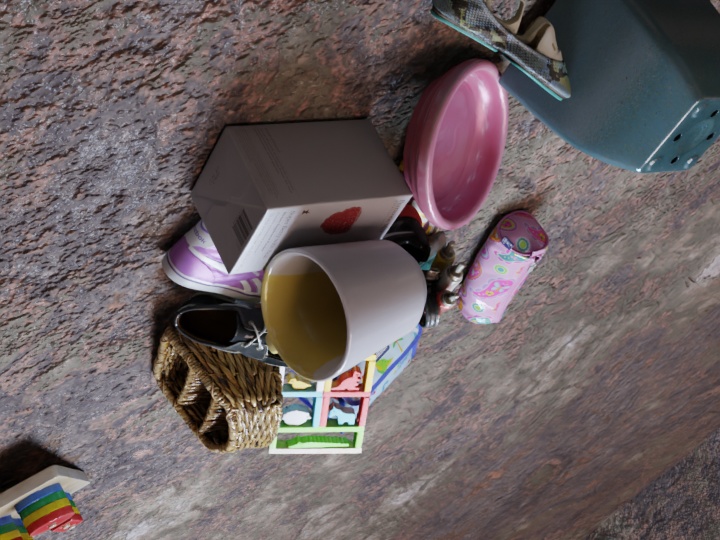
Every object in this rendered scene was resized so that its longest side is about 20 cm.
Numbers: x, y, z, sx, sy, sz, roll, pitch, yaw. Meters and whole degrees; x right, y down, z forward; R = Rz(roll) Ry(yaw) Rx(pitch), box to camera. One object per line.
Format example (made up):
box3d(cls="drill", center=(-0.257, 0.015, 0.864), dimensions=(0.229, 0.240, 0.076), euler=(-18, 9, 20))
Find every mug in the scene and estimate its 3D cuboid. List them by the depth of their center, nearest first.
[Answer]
box3d(cls="mug", center=(-0.020, 0.029, 1.534), dimensions=(0.153, 0.186, 0.150), euler=(-18, 111, -40))

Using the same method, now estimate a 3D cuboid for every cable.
box3d(cls="cable", center=(0.080, 0.043, 1.656), dimensions=(0.050, 0.097, 0.200), euler=(6, 157, -12))

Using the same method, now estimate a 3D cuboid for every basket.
box3d(cls="basket", center=(-0.191, 0.166, 1.781), dimensions=(0.149, 0.143, 0.200), euler=(-2, 159, -16))

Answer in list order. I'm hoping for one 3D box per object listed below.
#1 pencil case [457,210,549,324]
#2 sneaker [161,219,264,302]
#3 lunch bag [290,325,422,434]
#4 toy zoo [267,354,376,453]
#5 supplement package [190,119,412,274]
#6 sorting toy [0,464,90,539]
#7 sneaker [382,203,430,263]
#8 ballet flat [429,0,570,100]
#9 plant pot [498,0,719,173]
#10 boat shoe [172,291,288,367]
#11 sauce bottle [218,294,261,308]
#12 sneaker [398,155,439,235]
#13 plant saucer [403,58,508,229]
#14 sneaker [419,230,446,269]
box3d(cls="pencil case", center=(0.209, 0.000, 2.007), dimensions=(0.087, 0.088, 0.200), euler=(-14, 151, -28))
box3d(cls="sneaker", center=(-0.130, -0.023, 1.644), dimensions=(0.200, 0.073, 0.114), euler=(5, 135, -49))
box3d(cls="lunch bag", center=(-0.006, 0.108, 1.900), dimensions=(0.170, 0.127, 0.200), euler=(-46, 158, -25))
box3d(cls="toy zoo", center=(-0.051, 0.161, 1.798), dimensions=(0.131, 0.020, 0.200), euler=(1, 123, -12))
box3d(cls="supplement package", center=(-0.066, -0.086, 1.533), dimensions=(0.200, 0.120, 0.121), euler=(-8, 148, -36))
box3d(cls="sorting toy", center=(-0.485, 0.360, 1.924), dimensions=(0.200, 0.070, 0.199), euler=(-29, 169, -4))
box3d(cls="sneaker", center=(0.000, 0.000, 1.642), dimensions=(0.200, 0.098, 0.071), euler=(-32, 135, -4))
box3d(cls="ballet flat", center=(0.168, -0.254, 1.457), dimensions=(0.200, 0.074, 0.074), euler=(27, 124, -30))
box3d(cls="plant pot", center=(0.323, -0.220, 1.555), dimensions=(0.196, 0.200, 0.196), euler=(-6, 142, -45))
box3d(cls="boat shoe", center=(-0.131, 0.080, 1.654), dimensions=(0.068, 0.200, 0.072), euler=(-25, 130, -74))
box3d(cls="sauce bottle", center=(-0.127, 0.053, 1.790), dimensions=(0.065, 0.065, 0.200), euler=(-35, 155, 14))
box3d(cls="sneaker", center=(0.057, -0.086, 1.709), dimensions=(0.090, 0.075, 0.200), euler=(-27, 154, -15))
box3d(cls="plant saucer", center=(0.108, -0.149, 1.577), dimensions=(0.200, 0.051, 0.201), euler=(-37, 135, -49))
box3d(cls="sneaker", center=(0.086, 0.001, 1.799), dimensions=(0.071, 0.080, 0.200), euler=(-14, -173, 18))
